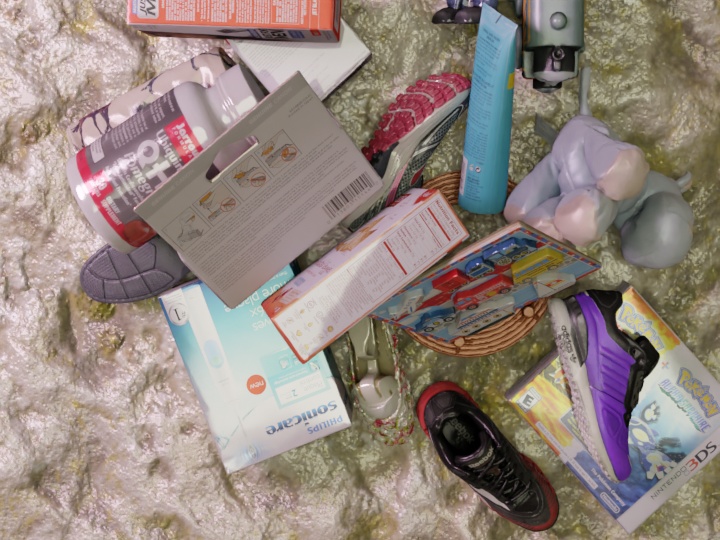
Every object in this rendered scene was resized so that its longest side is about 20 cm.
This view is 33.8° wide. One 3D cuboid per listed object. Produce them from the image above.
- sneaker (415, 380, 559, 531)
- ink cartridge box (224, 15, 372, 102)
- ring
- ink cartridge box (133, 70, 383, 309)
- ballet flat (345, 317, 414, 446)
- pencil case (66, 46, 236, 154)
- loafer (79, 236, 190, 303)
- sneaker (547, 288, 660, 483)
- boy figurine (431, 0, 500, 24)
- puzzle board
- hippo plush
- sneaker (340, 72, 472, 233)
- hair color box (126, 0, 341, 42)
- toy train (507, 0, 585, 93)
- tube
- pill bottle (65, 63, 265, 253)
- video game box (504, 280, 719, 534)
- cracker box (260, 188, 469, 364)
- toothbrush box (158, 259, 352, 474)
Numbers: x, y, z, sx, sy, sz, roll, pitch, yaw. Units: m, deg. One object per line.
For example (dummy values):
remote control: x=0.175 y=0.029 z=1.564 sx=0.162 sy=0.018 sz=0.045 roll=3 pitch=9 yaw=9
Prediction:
sneaker: x=0.137 y=0.206 z=1.255 sx=0.071 sy=0.098 sz=0.201 roll=-42 pitch=94 yaw=3
ink cartridge box: x=-0.090 y=-0.265 z=1.241 sx=0.109 sy=0.050 sz=0.201 roll=-40 pitch=92 yaw=6
ring: x=0.116 y=-0.006 z=1.275 sx=0.197 sy=0.019 sz=0.204 roll=0 pitch=95 yaw=2
ink cartridge box: x=-0.098 y=-0.080 z=1.130 sx=0.199 sy=0.045 sz=0.177 roll=-39 pitch=135 yaw=1
ballet flat: x=0.010 y=0.096 z=1.265 sx=0.074 sy=0.064 sz=0.204 roll=-11 pitch=95 yaw=19
pencil case: x=-0.203 y=-0.157 z=1.240 sx=0.198 sy=0.078 sz=0.090 roll=-28 pitch=93 yaw=4
loafer: x=-0.203 y=-0.023 z=1.267 sx=0.198 sy=0.063 sz=0.073 roll=-25 pitch=97 yaw=8
sneaker: x=0.263 y=0.114 z=1.211 sx=0.098 sy=0.070 sz=0.203 roll=-17 pitch=95 yaw=2
boy figurine: x=0.117 y=-0.351 z=1.196 sx=0.064 sy=0.123 sz=0.204 roll=-11 pitch=109 yaw=-38
puzzle board: x=0.119 y=0.020 z=1.164 sx=0.199 sy=0.150 sz=0.018 roll=-29 pitch=57 yaw=33
hippo plush: x=0.251 y=-0.065 z=1.216 sx=0.160 sy=0.201 sz=0.159 roll=34 pitch=115 yaw=-27
sneaker: x=0.048 y=-0.123 z=1.244 sx=0.074 sy=0.081 sz=0.200 roll=39 pitch=97 yaw=-31
hair color box: x=-0.120 y=-0.261 z=1.162 sx=0.196 sy=0.111 sz=0.065 roll=3 pitch=95 yaw=3
toy train: x=0.192 y=-0.283 z=1.197 sx=0.084 sy=0.114 sz=0.204 roll=1 pitch=95 yaw=2
tube: x=0.129 y=-0.158 z=1.190 sx=0.050 sy=0.077 sz=0.203 roll=-10 pitch=120 yaw=-23
pill bottle: x=-0.178 y=-0.114 z=1.159 sx=0.198 sy=0.111 sz=0.112 roll=-32 pitch=94 yaw=7
video game box: x=0.286 y=0.147 z=1.271 sx=0.182 sy=0.047 sz=0.200 roll=-44 pitch=92 yaw=3
cracker box: x=0.000 y=0.000 z=1.150 sx=0.199 sy=0.134 sz=0.058 roll=-37 pitch=99 yaw=-5
toothbrush box: x=-0.108 y=0.091 z=1.259 sx=0.144 sy=0.085 sz=0.203 roll=-20 pitch=96 yaw=3
